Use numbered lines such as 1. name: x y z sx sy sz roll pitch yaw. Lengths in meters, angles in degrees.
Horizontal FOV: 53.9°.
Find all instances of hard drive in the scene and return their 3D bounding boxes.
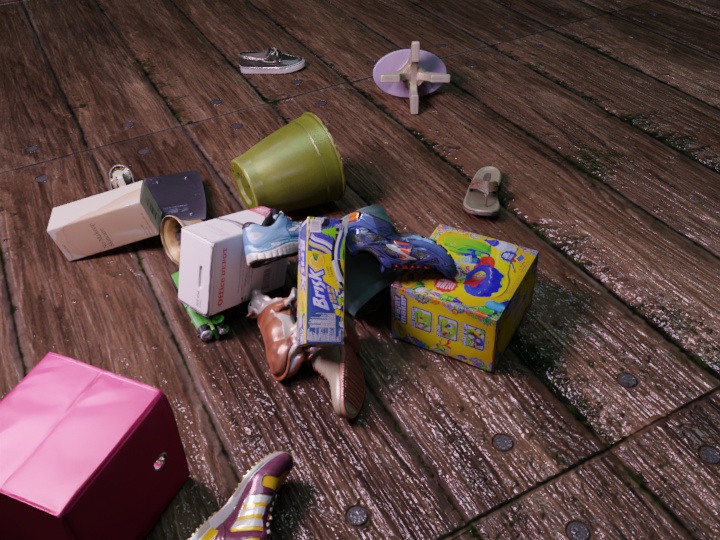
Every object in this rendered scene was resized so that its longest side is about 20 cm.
1. hard drive: -0.407 -0.146 1.558 0.134 0.042 0.200 -11 41 -11

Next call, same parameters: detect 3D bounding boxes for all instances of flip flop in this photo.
1. flip flop: 0.273 -0.181 1.550 0.081 0.058 0.200 9 41 14

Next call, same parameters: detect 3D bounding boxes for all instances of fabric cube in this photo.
1. fabric cube: -0.375 0.264 0.937 0.199 0.197 0.200 14 42 18

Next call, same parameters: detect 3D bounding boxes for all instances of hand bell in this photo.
1. hand bell: -0.301 -0.088 1.469 0.104 0.105 0.200 29 36 33

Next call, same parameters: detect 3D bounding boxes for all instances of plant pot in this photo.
1. plant pot: -0.164 -0.208 1.507 0.192 0.201 0.200 -25 44 -19
2. plant pot: 0.000 0.000 1.264 0.200 0.200 0.134 -28 73 -28

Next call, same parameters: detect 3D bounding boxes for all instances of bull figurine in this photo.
1. bull figurine: -0.133 0.093 1.214 0.065 0.121 0.200 24 30 -41

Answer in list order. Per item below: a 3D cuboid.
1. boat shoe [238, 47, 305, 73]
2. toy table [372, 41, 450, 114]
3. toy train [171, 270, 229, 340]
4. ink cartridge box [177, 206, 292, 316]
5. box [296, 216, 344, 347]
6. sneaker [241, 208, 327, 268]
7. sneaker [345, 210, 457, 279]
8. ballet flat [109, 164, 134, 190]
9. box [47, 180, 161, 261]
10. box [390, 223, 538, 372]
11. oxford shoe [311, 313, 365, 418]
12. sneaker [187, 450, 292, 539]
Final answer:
1. boat shoe: -0.265 -0.631 2.123 0.199 0.064 0.071 -4 39 -2
2. toy table: 0.137 -0.520 1.897 0.199 0.185 0.117 -12 22 2
3. toy train: -0.299 0.060 1.306 0.056 0.042 0.200 -27 45 -13
4. ink cartridge box: -0.225 -0.021 1.275 0.085 0.146 0.200 24 28 28
5. box: -0.063 0.020 1.125 0.064 0.070 0.201 4 79 -16
6. sneaker: -0.124 -0.072 1.237 0.078 0.090 0.200 -22 -2 42
7. sneaker: 0.063 -0.025 1.164 0.199 0.075 0.079 22 83 0
8. ballet flat: -0.529 -0.173 1.581 0.067 0.064 0.200 -17 42 -16
9. box: -0.516 -0.100 1.438 0.199 0.095 0.078 -17 42 5
10. box: 0.182 0.042 1.235 0.192 0.122 0.200 17 43 24
11. oxford shoe: -0.039 0.164 1.159 0.074 0.071 0.200 -23 38 16
12. sneaker: -0.140 0.335 0.944 0.090 0.075 0.200 29 55 22
